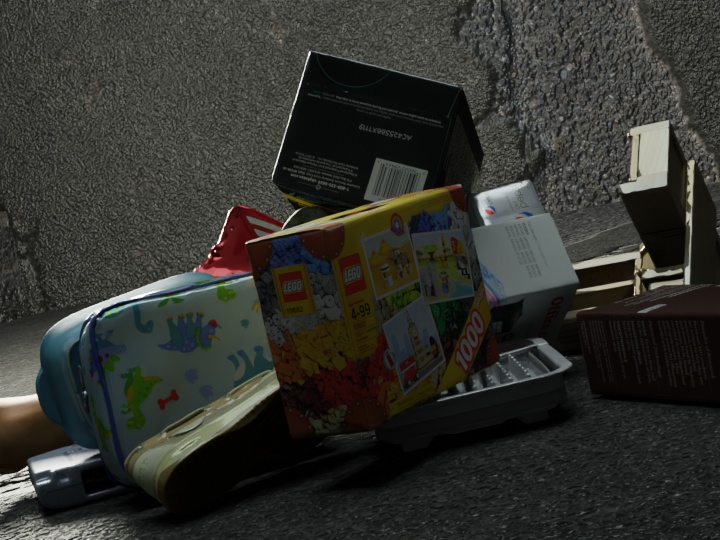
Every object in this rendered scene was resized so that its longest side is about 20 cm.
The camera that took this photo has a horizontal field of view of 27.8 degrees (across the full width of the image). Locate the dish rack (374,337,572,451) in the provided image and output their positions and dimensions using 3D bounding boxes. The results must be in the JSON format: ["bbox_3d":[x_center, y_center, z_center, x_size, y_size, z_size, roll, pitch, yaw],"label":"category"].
[{"bbox_3d":[0.082,0.102,1.193,0.171,0.044,0.200,-12,4,-1],"label":"dish rack"}]

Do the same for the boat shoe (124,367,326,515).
[{"bbox_3d":[-0.088,0.117,1.128,0.200,0.073,0.063,-32,38,-32],"label":"boat shoe"}]

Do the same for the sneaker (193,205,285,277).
[{"bbox_3d":[-0.141,0.008,1.361,0.199,0.116,0.078,-9,-20,-8],"label":"sneaker"}]

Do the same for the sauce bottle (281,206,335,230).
[{"bbox_3d":[0.000,0.000,1.362,0.064,0.065,0.200,-10,-24,28],"label":"sauce bottle"}]

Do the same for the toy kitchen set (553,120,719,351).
[{"bbox_3d":[0.227,0.006,1.318,0.180,0.200,0.164,-11,46,25],"label":"toy kitchen set"}]

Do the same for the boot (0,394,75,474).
[{"bbox_3d":[-0.262,0.119,1.330,0.199,0.074,0.155,0,-29,-48],"label":"boot"}]

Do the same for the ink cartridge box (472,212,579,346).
[{"bbox_3d":[0.083,0.035,1.325,0.199,0.083,0.146,-12,-31,-14],"label":"ink cartridge box"}]

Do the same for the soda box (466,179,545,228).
[{"bbox_3d":[0.142,0.001,1.449,0.068,0.064,0.200,-14,-35,-9],"label":"soda box"}]

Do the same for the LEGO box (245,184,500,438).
[{"bbox_3d":[0.015,0.027,1.111,0.077,0.150,0.200,-9,7,35],"label":"LEGO box"}]

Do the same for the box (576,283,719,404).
[{"bbox_3d":[0.264,0.053,1.104,0.100,0.075,0.200,-15,7,-28],"label":"box"}]

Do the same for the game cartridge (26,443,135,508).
[{"bbox_3d":[-0.191,0.161,1.283,0.199,0.041,0.133,-14,8,-15],"label":"game cartridge"}]

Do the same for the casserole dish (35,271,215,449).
[{"bbox_3d":[-0.177,0.077,1.243,0.199,0.122,0.039,-21,7,-22],"label":"casserole dish"}]

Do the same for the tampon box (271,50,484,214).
[{"bbox_3d":[0.022,-0.097,1.356,0.149,0.127,0.200,15,-10,13],"label":"tampon box"}]

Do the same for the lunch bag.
[{"bbox_3d":[-0.125,0.090,1.192,0.199,0.162,0.082,-13,-4,-22],"label":"lunch bag"}]
